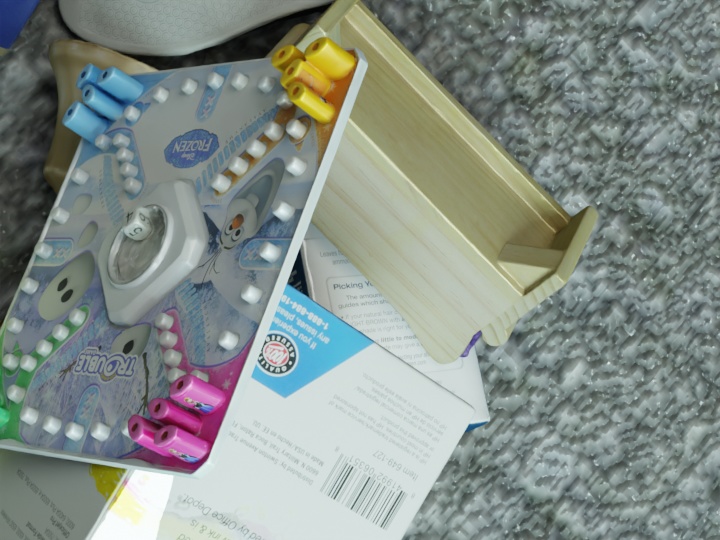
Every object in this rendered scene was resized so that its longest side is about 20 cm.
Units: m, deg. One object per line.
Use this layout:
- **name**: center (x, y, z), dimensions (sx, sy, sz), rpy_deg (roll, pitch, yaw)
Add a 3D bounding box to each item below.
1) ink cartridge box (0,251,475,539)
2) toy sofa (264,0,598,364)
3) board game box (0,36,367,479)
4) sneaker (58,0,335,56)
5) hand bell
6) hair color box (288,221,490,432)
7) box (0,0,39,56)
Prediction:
- **ink cartridge box**: center (-0.077, 0.102, 0.864), dimensions (0.147, 0.144, 0.201), rpy_deg (35, 85, -29)
- **toy sofa**: center (0.026, -0.054, 0.982), dimensions (0.200, 0.097, 0.083), rpy_deg (45, 36, -7)
- **board game box**: center (-0.101, -0.012, 0.818), dimensions (0.026, 0.199, 0.202), rpy_deg (34, 68, -38)
- **sneaker**: center (-0.072, -0.167, 1.045), dimensions (0.198, 0.099, 0.071), rpy_deg (-12, 95, 5)
- **hand bell**: center (-0.158, -0.010, 0.960), dimensions (0.103, 0.104, 0.202), rpy_deg (25, 79, -15)
- **hair color box**: center (0.000, 0.000, 1.024), dimensions (0.099, 0.060, 0.202), rpy_deg (-5, 77, -27)
- **box**: center (-0.157, -0.204, 0.938), dimensions (0.032, 0.200, 0.122), rpy_deg (23, 67, -16)
